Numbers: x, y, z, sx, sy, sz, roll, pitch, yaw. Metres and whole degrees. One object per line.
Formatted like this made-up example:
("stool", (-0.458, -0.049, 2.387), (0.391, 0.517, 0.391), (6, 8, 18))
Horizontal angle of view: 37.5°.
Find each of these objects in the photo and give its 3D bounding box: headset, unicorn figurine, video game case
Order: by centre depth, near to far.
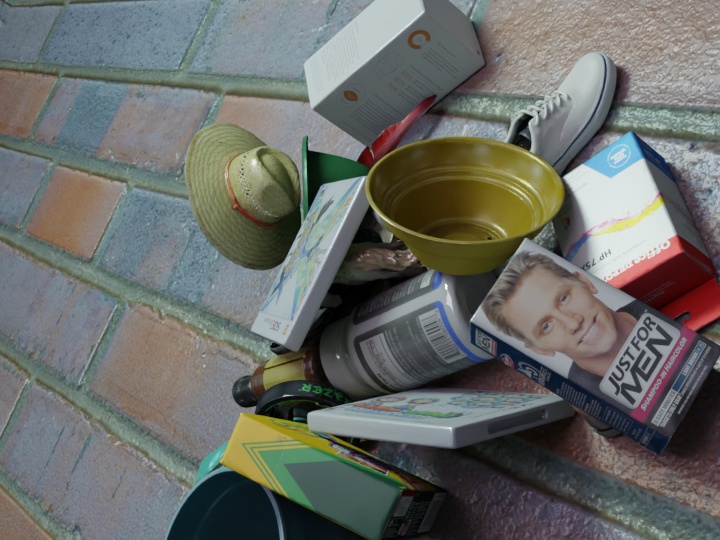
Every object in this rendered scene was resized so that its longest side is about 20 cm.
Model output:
("video game case", (0.079, 0.142, 1.052), (0.200, 0.182, 0.024), (-3, 92, 47))
("video game case", (-0.056, -0.010, 1.192), (0.200, 0.022, 0.182), (-64, 16, -6))
("unicorn figurine", (0.000, 0.000, 1.220), (0.200, 0.137, 0.074), (110, 148, -67))
("headset", (-0.075, 0.208, 1.227), (0.094, 0.123, 0.200), (-78, 13, -44))

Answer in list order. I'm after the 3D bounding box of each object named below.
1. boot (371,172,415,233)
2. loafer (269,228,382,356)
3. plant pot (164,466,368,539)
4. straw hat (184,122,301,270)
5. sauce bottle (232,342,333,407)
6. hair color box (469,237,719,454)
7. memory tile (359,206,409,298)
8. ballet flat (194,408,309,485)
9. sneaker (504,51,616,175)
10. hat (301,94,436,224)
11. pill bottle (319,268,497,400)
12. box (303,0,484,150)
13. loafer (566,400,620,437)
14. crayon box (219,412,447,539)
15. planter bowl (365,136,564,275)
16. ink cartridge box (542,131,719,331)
("boot", (0.050, -0.076, 1.212), (0.095, 0.200, 0.074), (-7, 95, 36))
("loafer", (-0.041, 0.033, 1.308), (0.201, 0.070, 0.068), (-57, 39, 15))
("plant pot", (-0.075, 0.319, 1.092), (0.200, 0.188, 0.200), (-24, 56, 40))
("straw hat", (-0.122, -0.107, 1.335), (0.085, 0.201, 0.201), (-22, 52, 40))
("sauce bottle", (-0.090, 0.133, 1.291), (0.200, 0.066, 0.066), (-20, 53, 52))
("hair color box", (0.207, 0.067, 0.951), (0.200, 0.061, 0.100), (30, 73, 18))
("memory tile", (0.017, -0.049, 1.362), (0.153, 0.017, 0.200), (-53, 38, 9))
("ballet flat", (-0.136, 0.217, 1.330), (0.200, 0.067, 0.070), (-40, 29, 21))
("sneaker", (0.211, -0.160, 1.174), (0.073, 0.071, 0.200), (33, 93, 51))
("hat", (0.013, -0.098, 1.363), (0.166, 0.176, 0.200), (-95, 5, -52))
("pill bottle", (0.057, 0.070, 1.167), (0.200, 0.114, 0.114), (-25, 50, 36))
("box", (0.041, -0.271, 1.386), (0.200, 0.124, 0.098), (-35, 44, 28))
("loafer", (0.207, 0.070, 1.041), (0.072, 0.063, 0.200), (-42, 42, 23))
("crayon box", (-0.020, 0.205, 1.050), (0.172, 0.200, 0.058), (24, 86, 19))
("planter bowl", (0.105, -0.053, 1.088), (0.200, 0.200, 0.084), (-123, 26, -48))
("ink cartridge box", (0.264, -0.022, 1.033), (0.116, 0.067, 0.200), (-36, 45, 28))
